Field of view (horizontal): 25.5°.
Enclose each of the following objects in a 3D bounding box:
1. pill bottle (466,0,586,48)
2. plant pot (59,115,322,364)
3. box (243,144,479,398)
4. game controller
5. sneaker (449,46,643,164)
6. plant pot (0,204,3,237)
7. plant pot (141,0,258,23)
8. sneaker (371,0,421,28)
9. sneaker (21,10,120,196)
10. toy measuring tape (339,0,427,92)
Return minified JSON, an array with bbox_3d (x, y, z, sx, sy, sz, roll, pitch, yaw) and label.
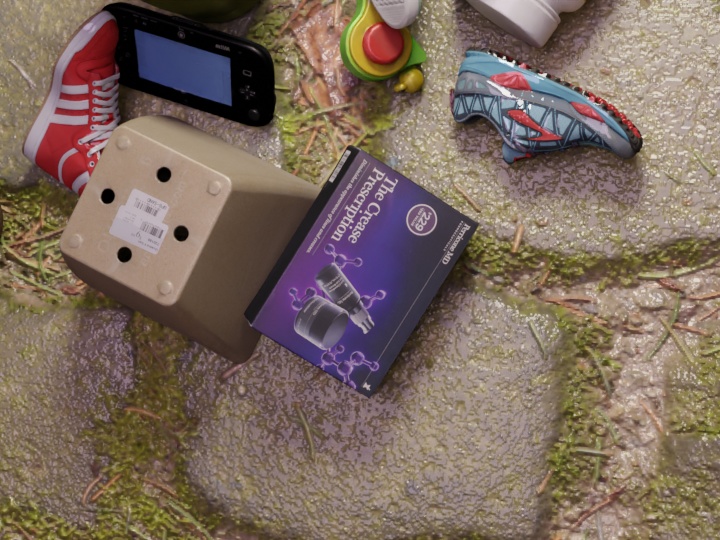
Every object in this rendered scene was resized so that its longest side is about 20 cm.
[{"bbox_3d":[0.193,-0.324,1.537,0.114,0.114,0.200,35,93,15],"label":"pill bottle"},{"bbox_3d":[-0.180,-0.043,1.564,0.200,0.177,0.200,27,90,15],"label":"plant pot"},{"bbox_3d":[0.000,0.000,1.541,0.141,0.079,0.200,31,92,-13],"label":"box"},{"bbox_3d":[-0.177,-0.212,1.627,0.200,0.104,0.042,18,56,15],"label":"game controller"},{"bbox_3d":[0.178,-0.141,1.548,0.200,0.079,0.096,28,100,24],"label":"sneaker"},{"bbox_3d":[-0.457,-0.056,1.635,0.200,0.175,0.201,-2,83,13],"label":"plant pot"},{"bbox_3d":[-0.170,-0.339,1.583,0.200,0.193,0.201,-2,80,12],"label":"plant pot"},{"bbox_3d":[0.061,-0.333,1.567,0.074,0.118,0.201,-29,67,55],"label":"sneaker"},{"bbox_3d":[-0.267,-0.161,1.629,0.112,0.071,0.200,40,126,13],"label":"sneaker"},{"bbox_3d":[-0.009,-0.253,1.581,0.074,0.074,0.200,-37,101,7],"label":"toy measuring tape"}]
